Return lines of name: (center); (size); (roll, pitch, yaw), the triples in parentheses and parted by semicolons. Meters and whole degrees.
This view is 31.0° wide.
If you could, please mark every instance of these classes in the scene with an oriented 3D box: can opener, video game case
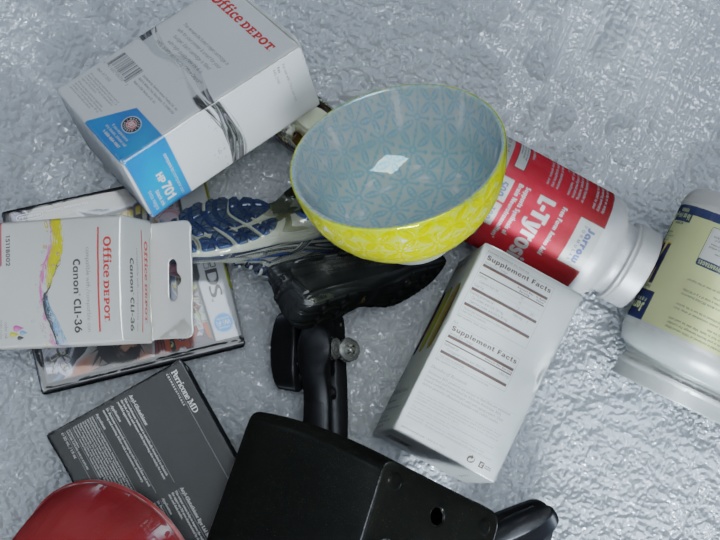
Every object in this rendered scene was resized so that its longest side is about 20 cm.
can opener: (0.096, 0.272, 1.249); (0.200, 0.079, 0.063); (-23, 43, 1)
can opener: (-0.036, 0.135, 1.253); (0.063, 0.079, 0.200); (2, 80, -50)
video game case: (-0.229, 0.009, 1.262); (0.200, 0.026, 0.181); (-13, 83, -10)

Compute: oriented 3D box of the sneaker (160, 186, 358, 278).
sneaker: (-0.094, -0.023, 1.252); (0.200, 0.085, 0.077); (-11, 40, -19)

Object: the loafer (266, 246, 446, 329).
loafer: (0.000, 0.000, 1.249); (0.200, 0.068, 0.070); (-14, 61, -39)

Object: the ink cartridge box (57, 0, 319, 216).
ink cartridge box: (-0.164, -0.166, 1.239); (0.200, 0.086, 0.146); (-35, 50, -13)

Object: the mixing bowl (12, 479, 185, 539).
mixing bowl: (-0.247, 0.294, 1.121); (0.200, 0.108, 0.200); (5, 102, 24)

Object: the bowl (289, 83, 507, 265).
bowl: (0.044, -0.070, 1.199); (0.200, 0.108, 0.200); (-9, 44, 8)

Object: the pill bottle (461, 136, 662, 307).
pill bottle: (0.191, -0.045, 1.288); (0.200, 0.112, 0.112); (27, 78, -3)

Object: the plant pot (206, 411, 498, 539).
plant pot: (-0.002, 0.248, 1.111); (0.199, 0.177, 0.200); (31, 68, -29)

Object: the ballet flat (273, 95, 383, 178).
ballet flat: (-0.014, -0.113, 1.292); (0.200, 0.072, 0.072); (38, 78, -1)

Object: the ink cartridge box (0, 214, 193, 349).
ink cartridge box: (-0.256, 0.011, 1.183); (0.200, 0.067, 0.117); (-4, 85, 15)

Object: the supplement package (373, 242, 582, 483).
supplement package: (0.111, 0.092, 1.253); (0.110, 0.114, 0.200); (28, 77, -4)

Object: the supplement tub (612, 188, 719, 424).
supplement tub: (0.346, 0.036, 1.270); (0.145, 0.145, 0.200); (26, 91, -3)

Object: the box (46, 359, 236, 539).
box: (-0.177, 0.204, 1.207); (0.141, 0.079, 0.200); (-29, 86, -4)
